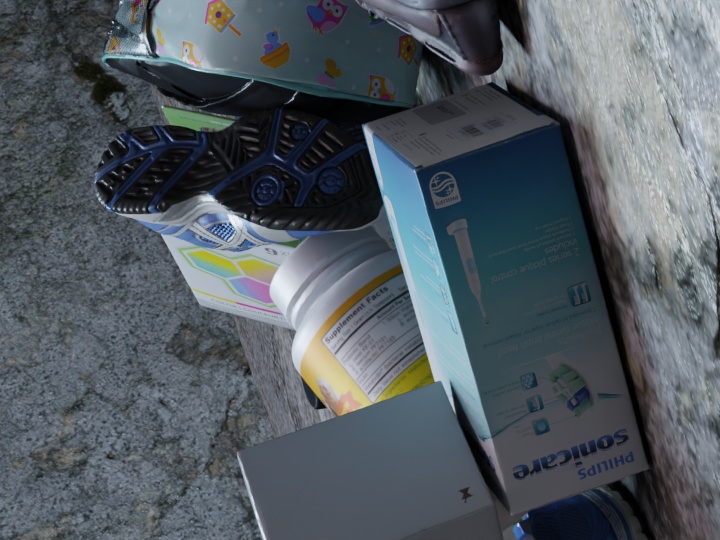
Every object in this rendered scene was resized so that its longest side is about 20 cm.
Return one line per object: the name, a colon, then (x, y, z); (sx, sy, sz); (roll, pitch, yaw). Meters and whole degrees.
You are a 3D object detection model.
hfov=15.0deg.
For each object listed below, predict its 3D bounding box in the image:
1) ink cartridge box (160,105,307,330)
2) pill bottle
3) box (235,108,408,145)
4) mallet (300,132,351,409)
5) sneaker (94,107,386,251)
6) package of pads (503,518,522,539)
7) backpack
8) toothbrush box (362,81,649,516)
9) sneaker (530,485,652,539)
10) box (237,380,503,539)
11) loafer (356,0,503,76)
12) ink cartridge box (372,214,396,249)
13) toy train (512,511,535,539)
ink cartridge box: (-0.071, -0.029, 1.788); (0.200, 0.103, 0.060); (70, -144, -64)
pill bottle: (0.033, 0.064, 1.658); (0.200, 0.109, 0.109); (50, 164, 22)
box: (-0.019, -0.075, 1.950); (0.148, 0.106, 0.201); (-126, 19, -67)
mallet: (0.000, 0.000, 1.752); (0.041, 0.065, 0.201); (-123, 32, -53)
sneaker: (-0.063, -0.052, 1.665); (0.077, 0.199, 0.076); (38, -117, -54)
package of pads: (0.086, 0.199, 1.841); (0.201, 0.068, 0.155); (64, 178, -24)
backpack: (-0.049, -0.165, 1.703); (0.200, 0.175, 0.154); (31, 108, 62)
toothbrush box: (0.077, 0.013, 1.491); (0.146, 0.085, 0.201); (-134, 28, -74)
sneaker: (0.127, 0.188, 1.512); (0.200, 0.089, 0.079); (-119, 14, -59)
box: (0.019, 0.177, 1.532); (0.201, 0.124, 0.098); (75, 174, -46)
loafer: (0.033, -0.154, 1.529); (0.200, 0.072, 0.063); (-134, 23, -69)
ink cartridge box: (0.040, -0.007, 1.804); (0.116, 0.067, 0.201); (-140, 33, -75)
toy train: (0.136, 0.211, 1.668); (0.034, 0.046, 0.201); (92, 160, -70)
